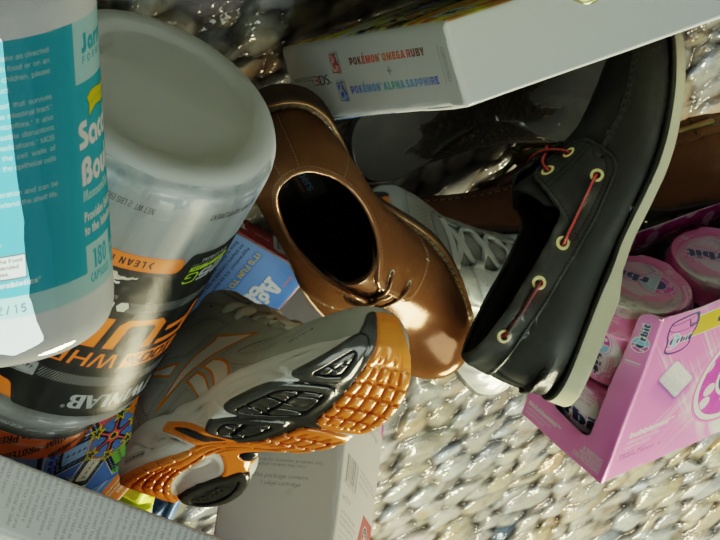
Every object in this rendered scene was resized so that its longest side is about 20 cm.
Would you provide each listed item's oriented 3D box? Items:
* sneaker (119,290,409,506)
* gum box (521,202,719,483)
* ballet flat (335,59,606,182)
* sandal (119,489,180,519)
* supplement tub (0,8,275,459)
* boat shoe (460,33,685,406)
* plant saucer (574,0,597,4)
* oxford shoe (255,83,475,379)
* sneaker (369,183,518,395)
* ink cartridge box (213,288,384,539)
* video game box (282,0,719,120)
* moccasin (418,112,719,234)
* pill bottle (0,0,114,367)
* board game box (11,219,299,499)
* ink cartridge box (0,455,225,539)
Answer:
[{"bbox_3d":[-0.052,0.043,1.195,0.076,0.092,0.200,19,149,-35],"label":"sneaker"},{"bbox_3d":[0.184,0.030,1.357,0.200,0.066,0.114,-19,138,-39],"label":"gum box"},{"bbox_3d":[0.062,-0.089,1.318,0.200,0.046,0.067,-20,109,-31],"label":"ballet flat"},{"bbox_3d":[-0.120,0.093,1.389,0.200,0.079,0.087,-59,177,27],"label":"sandal"},{"bbox_3d":[-0.131,-0.012,1.155,0.122,0.123,0.200,-6,140,-40],"label":"supplement tub"},{"bbox_3d":[0.109,-0.035,1.244,0.074,0.063,0.202,166,-54,-77],"label":"boat shoe"},{"bbox_3d":[0.044,-0.231,0.978,0.199,0.048,0.200,18,106,-19],"label":"plant saucer"},{"bbox_3d":[0.000,0.000,1.209,0.071,0.071,0.200,-33,131,9],"label":"oxford shoe"},{"bbox_3d":[0.068,-0.002,1.327,0.092,0.076,0.200,-18,151,21],"label":"sneaker"},{"bbox_3d":[-0.027,0.066,1.351,0.067,0.200,0.116,4,163,10],"label":"ink cartridge box"},{"bbox_3d":[0.088,-0.122,1.187,0.200,0.047,0.182,-20,-173,-23],"label":"video game box"},{"bbox_3d":[0.117,-0.050,1.400,0.201,0.078,0.074,-13,165,0],"label":"moccasin"},{"bbox_3d":[-0.159,-0.069,1.003,0.111,0.111,0.200,-15,116,-31],"label":"pill bottle"},{"bbox_3d":[-0.125,0.042,1.294,0.103,0.019,0.200,31,117,-21],"label":"board game box"},{"bbox_3d":[-0.137,0.137,1.251,0.200,0.043,0.196,23,168,-18],"label":"ink cartridge box"}]
